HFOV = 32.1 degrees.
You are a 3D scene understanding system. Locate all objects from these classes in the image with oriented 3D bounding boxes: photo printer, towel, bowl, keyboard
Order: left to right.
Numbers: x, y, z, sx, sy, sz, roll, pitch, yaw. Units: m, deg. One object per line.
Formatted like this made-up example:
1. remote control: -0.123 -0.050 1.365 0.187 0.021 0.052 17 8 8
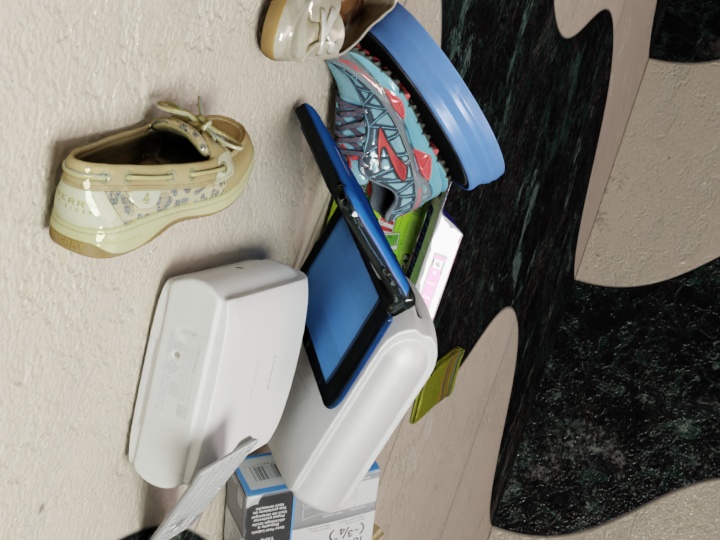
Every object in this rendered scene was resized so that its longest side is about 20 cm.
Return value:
1. keyboard: -0.132 0.183 0.996 0.056 0.011 0.200 -35 169 -35
2. photo printer: -0.108 0.077 1.039 0.200 0.069 0.169 -16 121 -70
3. photo printer: -0.011 0.094 1.149 0.201 0.069 0.167 -57 -153 13
4. bowl: 0.064 -0.164 1.189 0.039 0.202 0.201 -35 157 -3
5. towel: 0.123 0.180 1.978 0.200 0.018 0.087 -23 127 -69

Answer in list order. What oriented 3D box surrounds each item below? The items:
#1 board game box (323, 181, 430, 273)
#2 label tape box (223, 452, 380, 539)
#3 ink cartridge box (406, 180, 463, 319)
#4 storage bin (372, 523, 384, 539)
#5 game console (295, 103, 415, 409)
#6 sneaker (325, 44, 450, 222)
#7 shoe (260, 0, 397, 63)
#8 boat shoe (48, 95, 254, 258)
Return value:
1. board game box: 0.000 0.000 1.290 0.101 0.047 0.203 15 93 -52
2. label tape box: -0.063 0.275 1.256 0.142 0.063 0.203 -8 121 -24
3. ink cartridge box: 0.068 0.001 1.292 0.095 0.037 0.203 -99 -155 -79
4. storage bin: -0.015 0.226 1.441 0.198 0.092 0.203 -21 126 -69
5. game console: -0.037 -0.016 1.081 0.172 0.117 0.201 58 4 -33
6. sneaker: 0.011 -0.123 1.170 0.095 0.079 0.201 -39 125 -6
7. shoe: -0.024 -0.219 1.055 0.200 0.053 0.071 -45 148 -58
8. boat shoe: -0.128 -0.071 0.828 0.200 0.072 0.063 -45 151 -57
